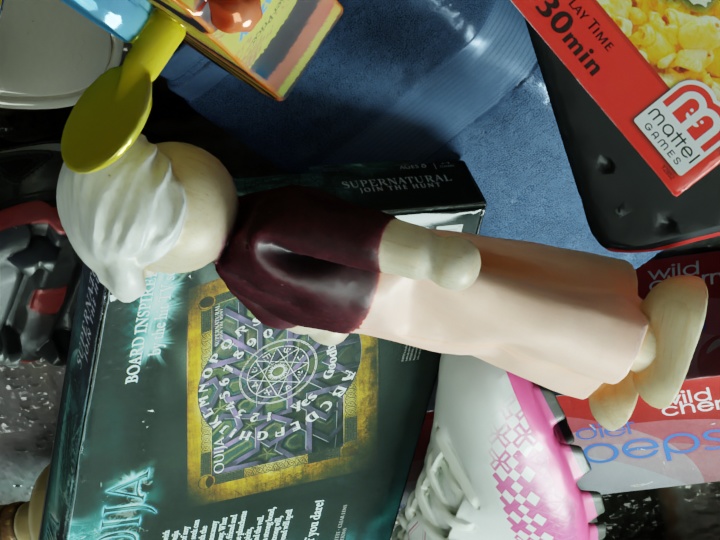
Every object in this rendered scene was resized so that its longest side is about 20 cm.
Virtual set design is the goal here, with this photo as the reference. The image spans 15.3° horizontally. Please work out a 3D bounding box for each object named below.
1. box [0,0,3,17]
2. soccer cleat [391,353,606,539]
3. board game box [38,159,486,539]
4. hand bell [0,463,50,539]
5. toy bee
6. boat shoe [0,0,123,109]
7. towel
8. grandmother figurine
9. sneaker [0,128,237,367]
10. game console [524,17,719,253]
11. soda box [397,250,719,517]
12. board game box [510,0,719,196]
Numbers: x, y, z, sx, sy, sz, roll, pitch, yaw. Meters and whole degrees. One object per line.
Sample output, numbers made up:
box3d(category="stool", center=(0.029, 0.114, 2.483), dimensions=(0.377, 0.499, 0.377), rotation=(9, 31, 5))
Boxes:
box3d(category="box", center=(-0.150, -0.064, 0.847), dimensions=(0.064, 0.070, 0.200), rotation=(11, 103, -5))
box3d(category="soccer cleat", center=(0.045, 0.094, 0.982), dimensions=(0.086, 0.070, 0.200), rotation=(-21, 140, 0))
box3d(category="board game box", center=(-0.041, 0.049, 0.951), dimensions=(0.135, 0.028, 0.200), rotation=(-5, 134, -22))
box3d(category="hand bell", center=(-0.148, 0.110, 1.124), dimensions=(0.200, 0.104, 0.104), rotation=(-9, 138, 32))
box3d(category="toy bee", center=(-0.055, -0.085, 0.754), dimensions=(0.200, 0.109, 0.131), rotation=(-1, 119, -53))
box3d(category="boat shoe", center=(-0.178, -0.105, 0.900), dimensions=(0.200, 0.057, 0.067), rotation=(14, 102, -17))
box3d(category="towel", center=(0.027, -0.062, 0.929), dimensions=(0.200, 0.049, 0.112), rotation=(34, 130, -29))
box3d(category="grandmother figurine", center=(0.000, 0.000, 0.841), dimensions=(0.200, 0.061, 0.121), rotation=(17, 152, -16))
box3d(category="sneaker", center=(-0.066, -0.013, 0.974), dimensions=(0.200, 0.098, 0.071), rotation=(4, 129, -32))
box3d(category="game console", center=(0.128, -0.115, 0.807), dimensions=(0.177, 0.031, 0.200), rotation=(-13, 102, 24))
box3d(category="soda box", center=(0.086, 0.043, 1.031), dimensions=(0.200, 0.063, 0.070), rotation=(-8, 138, 12))
box3d(category="board game box", center=(0.119, -0.142, 0.758), dimensions=(0.200, 0.046, 0.152), rotation=(-41, 91, 26))
